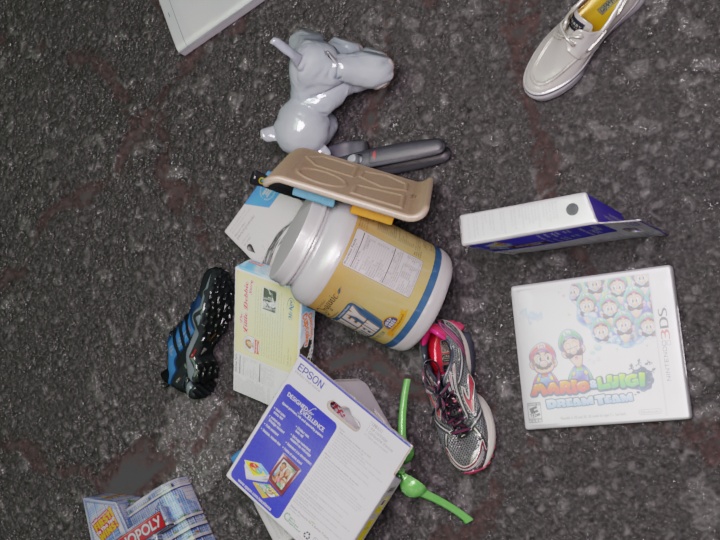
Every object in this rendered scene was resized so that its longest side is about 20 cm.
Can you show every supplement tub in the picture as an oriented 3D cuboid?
[{"bbox_3d":[0.000,0.000,1.189,0.200,0.145,0.145,27,99,-12],"label":"supplement tub"}]

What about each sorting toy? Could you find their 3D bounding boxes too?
[{"bbox_3d":[-0.011,-0.105,1.177,0.200,0.185,0.037,13,109,2],"label":"sorting toy"}]

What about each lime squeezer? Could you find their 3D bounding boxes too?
[{"bbox_3d":[0.073,0.242,1.192,0.071,0.038,0.200,-24,86,-6],"label":"lime squeezer"}]

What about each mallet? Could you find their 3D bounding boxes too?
[{"bbox_3d":[-0.057,-0.086,1.264,0.041,0.200,0.066,-136,59,-65],"label":"mallet"}]

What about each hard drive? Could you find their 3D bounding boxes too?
[{"bbox_3d":[-0.225,-0.445,1.465,0.200,0.027,0.132,-28,73,21],"label":"hard drive"}]

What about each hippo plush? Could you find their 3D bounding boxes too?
[{"bbox_3d":[-0.045,-0.231,1.282,0.159,0.200,0.161,14,110,0],"label":"hippo plush"}]

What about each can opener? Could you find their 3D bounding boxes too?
[{"bbox_3d":[0.025,-0.152,1.284,0.200,0.063,0.079,-6,81,27],"label":"can opener"}]

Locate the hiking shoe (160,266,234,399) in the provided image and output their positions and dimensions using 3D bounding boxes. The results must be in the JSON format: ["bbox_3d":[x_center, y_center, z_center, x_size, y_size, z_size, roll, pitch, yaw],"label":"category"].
[{"bbox_3d":[-0.250,0.088,1.392,0.087,0.074,0.200,15,91,27],"label":"hiking shoe"}]

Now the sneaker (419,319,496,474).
[{"bbox_3d":[0.114,0.162,1.198,0.081,0.075,0.200,-20,76,24],"label":"sneaker"}]

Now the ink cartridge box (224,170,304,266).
[{"bbox_3d":[-0.084,-0.035,1.324,0.200,0.067,0.116,43,104,24],"label":"ink cartridge box"}]

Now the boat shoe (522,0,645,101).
[{"bbox_3d":[0.274,-0.300,1.168,0.200,0.070,0.071,-45,67,16],"label":"boat shoe"}]

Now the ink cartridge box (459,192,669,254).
[{"bbox_3d":[0.241,-0.053,1.087,0.200,0.198,0.043,-7,85,26],"label":"ink cartridge box"}]

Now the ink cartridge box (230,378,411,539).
[{"bbox_3d":[-0.055,0.259,1.267,0.200,0.084,0.145,-38,70,18],"label":"ink cartridge box"}]

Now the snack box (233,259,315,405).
[{"bbox_3d":[-0.121,0.095,1.303,0.116,0.037,0.200,19,118,27],"label":"snack box"}]

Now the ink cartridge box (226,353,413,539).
[{"bbox_3d":[-0.049,0.244,1.195,0.198,0.047,0.200,37,100,25],"label":"ink cartridge box"}]

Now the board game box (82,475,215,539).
[{"bbox_3d":[-0.327,0.403,1.405,0.200,0.062,0.200,-37,70,19],"label":"board game box"}]

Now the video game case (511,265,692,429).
[{"bbox_3d":[0.290,0.097,1.143,0.200,0.024,0.182,-9,80,26],"label":"video game case"}]
